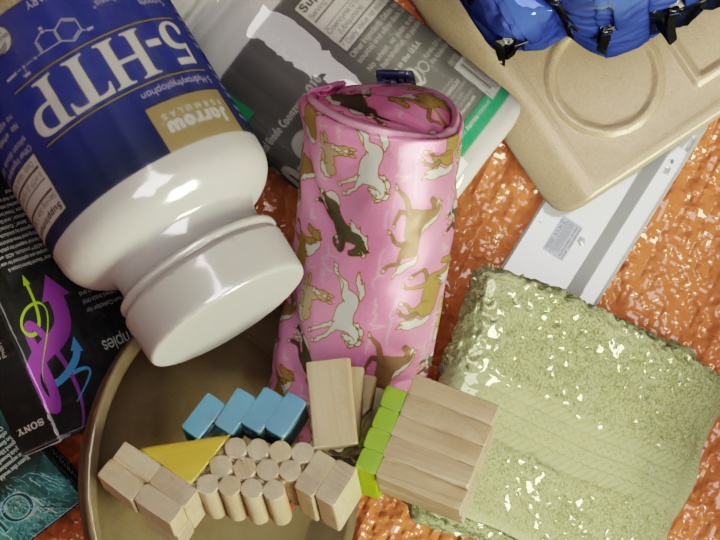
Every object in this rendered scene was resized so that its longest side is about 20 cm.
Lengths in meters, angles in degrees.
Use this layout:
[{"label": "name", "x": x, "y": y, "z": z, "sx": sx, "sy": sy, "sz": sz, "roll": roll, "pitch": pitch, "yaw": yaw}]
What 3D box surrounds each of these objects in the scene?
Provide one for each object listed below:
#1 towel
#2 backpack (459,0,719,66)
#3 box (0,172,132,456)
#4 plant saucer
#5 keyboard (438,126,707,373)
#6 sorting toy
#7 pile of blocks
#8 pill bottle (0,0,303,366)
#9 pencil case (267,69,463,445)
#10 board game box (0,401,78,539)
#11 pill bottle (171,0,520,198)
[{"label": "towel", "x": 0.111, "y": 0.088, "z": 1.589, "sx": 0.200, "sy": 0.036, "sz": 0.149, "roll": 26, "pitch": 81, "yaw": -39}, {"label": "backpack", "x": 0.121, "y": -0.190, "z": 1.540, "sx": 0.168, "sy": 0.200, "sz": 0.163, "roll": -34, "pitch": 86, "yaw": -2}, {"label": "box", "x": -0.166, "y": -0.014, "z": 1.574, "sx": 0.036, "sy": 0.143, "sz": 0.200, "roll": -27, "pitch": 87, "yaw": 36}, {"label": "plant saucer", "x": -0.077, "y": 0.109, "z": 1.568, "sx": 0.200, "sy": 0.029, "sz": 0.200, "roll": 1, "pitch": 88, "yaw": -47}, {"label": "keyboard", "x": 0.119, "y": -0.014, "z": 1.658, "sx": 0.056, "sy": 0.011, "sz": 0.200, "roll": 32, "pitch": 83, "yaw": 3}, {"label": "sorting toy", "x": 0.142, "y": -0.158, "z": 1.656, "sx": 0.200, "sy": 0.036, "sz": 0.185, "roll": -33, "pitch": 85, "yaw": -2}, {"label": "pile of blocks", "x": -0.029, "y": 0.094, "z": 1.501, "sx": 0.200, "sy": 0.062, "sz": 0.082, "roll": -3, "pitch": 69, "yaw": 2}, {"label": "pill bottle", "x": -0.117, "y": -0.059, "z": 1.501, "sx": 0.120, "sy": 0.120, "sz": 0.200, "roll": -31, "pitch": 77, "yaw": -7}, {"label": "pencil case", "x": 0.000, "y": 0.000, "z": 1.528, "sx": 0.083, "sy": 0.087, "sz": 0.200, "roll": -1, "pitch": 117, "yaw": -15}, {"label": "board game box", "x": -0.261, "y": 0.128, "z": 1.560, "sx": 0.200, "sy": 0.028, "sz": 0.135, "roll": -37, "pitch": 112, "yaw": 6}, {"label": "pill bottle", "x": -0.023, "y": -0.106, "z": 1.599, "sx": 0.200, "sy": 0.113, "sz": 0.113, "roll": 38, "pitch": 84, "yaw": -1}]
